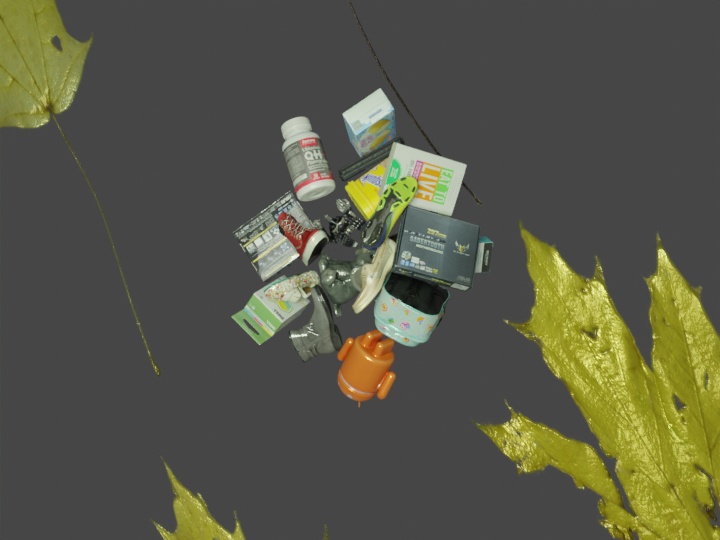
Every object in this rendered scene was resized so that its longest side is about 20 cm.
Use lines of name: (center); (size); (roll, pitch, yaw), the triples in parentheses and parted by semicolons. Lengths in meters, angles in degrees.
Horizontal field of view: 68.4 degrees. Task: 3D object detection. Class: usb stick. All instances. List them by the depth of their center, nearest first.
usb stick: (0.030, -0.299, 1.431); (0.197, 0.055, 0.033); (-29, 82, 2)

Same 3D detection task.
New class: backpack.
backpack: (0.117, 0.095, 1.319); (0.174, 0.200, 0.155); (29, 107, 6)

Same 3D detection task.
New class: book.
book: (0.152, -0.224, 1.307); (0.196, 0.048, 0.136); (10, 108, -22)

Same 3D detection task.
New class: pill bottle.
pill bottle: (-0.146, -0.299, 1.419); (0.109, 0.111, 0.204); (-19, 84, 3)

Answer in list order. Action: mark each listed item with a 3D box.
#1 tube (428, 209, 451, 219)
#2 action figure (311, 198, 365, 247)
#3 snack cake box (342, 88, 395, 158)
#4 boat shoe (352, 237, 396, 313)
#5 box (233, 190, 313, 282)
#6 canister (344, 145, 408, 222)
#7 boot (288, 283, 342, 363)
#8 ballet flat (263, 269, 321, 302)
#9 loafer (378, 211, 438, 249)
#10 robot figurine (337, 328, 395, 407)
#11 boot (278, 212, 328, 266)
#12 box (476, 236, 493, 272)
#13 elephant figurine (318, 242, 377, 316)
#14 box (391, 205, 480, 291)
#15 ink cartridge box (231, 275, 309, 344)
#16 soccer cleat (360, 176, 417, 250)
tube: (0.217, -0.113, 1.407); (0.057, 0.051, 0.204); (-18, 86, 42)
action figure: (-0.055, -0.120, 1.348); (0.102, 0.200, 0.119); (43, 85, -25)
snack cake box: (0.026, -0.372, 1.365); (0.114, 0.200, 0.068); (-34, 84, 1)
boat shoe: (0.028, 0.010, 1.289); (0.064, 0.072, 0.202); (33, 78, -7)
box: (-0.222, -0.091, 1.440); (0.199, 0.049, 0.162); (-35, 82, 1)
canister: (0.075, -0.223, 1.385); (0.198, 0.087, 0.149); (-35, 46, -1)
boot: (-0.130, 0.144, 1.370); (0.129, 0.070, 0.203); (-16, 109, 2)
ballet flat: (-0.162, 0.045, 1.356); (0.076, 0.199, 0.064); (-43, 79, 33)
loafer: (0.135, -0.091, 1.394); (0.198, 0.072, 0.073); (-27, 127, 20)
robot figurine: (0.013, 0.246, 1.341); (0.142, 0.117, 0.202); (23, 114, -9)
boot: (-0.152, -0.095, 1.313); (0.072, 0.200, 0.145); (-39, 90, -17)
box: (0.235, -0.038, 1.358); (0.196, 0.049, 0.084); (-3, 113, -9)
elephant figurine: (0.000, 0.000, 1.368); (0.196, 0.156, 0.143); (-15, 53, 6)
box: (0.183, -0.053, 1.278); (0.196, 0.051, 0.161); (15, 71, -7)
ink cartridge box: (-0.223, 0.096, 1.350); (0.104, 0.200, 0.060); (43, 120, 6)
soccer cleat: (0.066, -0.137, 1.268); (0.064, 0.084, 0.202); (35, 89, 11)
